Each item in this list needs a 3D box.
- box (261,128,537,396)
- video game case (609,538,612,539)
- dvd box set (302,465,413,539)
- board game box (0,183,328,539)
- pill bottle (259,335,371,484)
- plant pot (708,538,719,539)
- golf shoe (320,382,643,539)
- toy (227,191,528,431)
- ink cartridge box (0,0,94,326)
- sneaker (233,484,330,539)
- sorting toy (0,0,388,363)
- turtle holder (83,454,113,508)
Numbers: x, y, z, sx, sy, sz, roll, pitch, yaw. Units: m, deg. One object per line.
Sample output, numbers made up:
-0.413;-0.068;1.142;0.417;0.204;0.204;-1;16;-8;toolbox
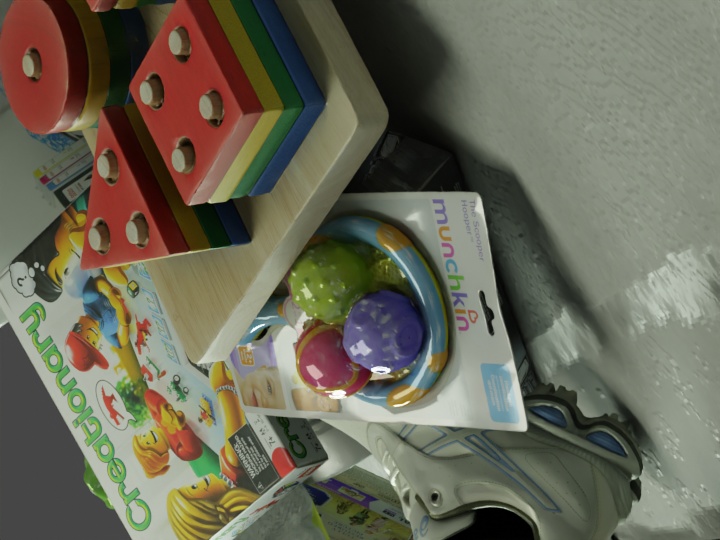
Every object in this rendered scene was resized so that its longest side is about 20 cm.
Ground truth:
0.000;0.000;1.484;0.157;0.050;0.201;23;150;35;box
0.164;0.225;1.632;0.201;0.017;0.143;56;169;-2;video game case
-0.023;0.169;1.784;0.146;0.030;0.200;23;-160;14;dvd box set
-0.113;0.054;1.589;0.126;0.035;0.201;-41;73;33;board game box
-0.047;0.014;1.658;0.201;0.114;0.114;57;168;-7;pill bottle
0.157;0.221;1.299;0.200;0.199;0.176;-167;60;-73;plant pot
0.036;0.091;1.417;0.199;0.097;0.078;18;150;27;golf shoe
-0.015;0.024;1.381;0.199;0.047;0.116;2;110;48;toy
-0.193;-0.098;1.720;0.147;0.200;0.145;44;164;43;ink cartridge box
-0.083;0.123;1.688;0.201;0.076;0.105;56;174;0;sneaker
-0.095;-0.088;1.365;0.201;0.069;0.199;63;141;24;sorting toy
-0.108;0.046;1.788;0.131;0.186;0.141;21;-150;-34;turtle holder
